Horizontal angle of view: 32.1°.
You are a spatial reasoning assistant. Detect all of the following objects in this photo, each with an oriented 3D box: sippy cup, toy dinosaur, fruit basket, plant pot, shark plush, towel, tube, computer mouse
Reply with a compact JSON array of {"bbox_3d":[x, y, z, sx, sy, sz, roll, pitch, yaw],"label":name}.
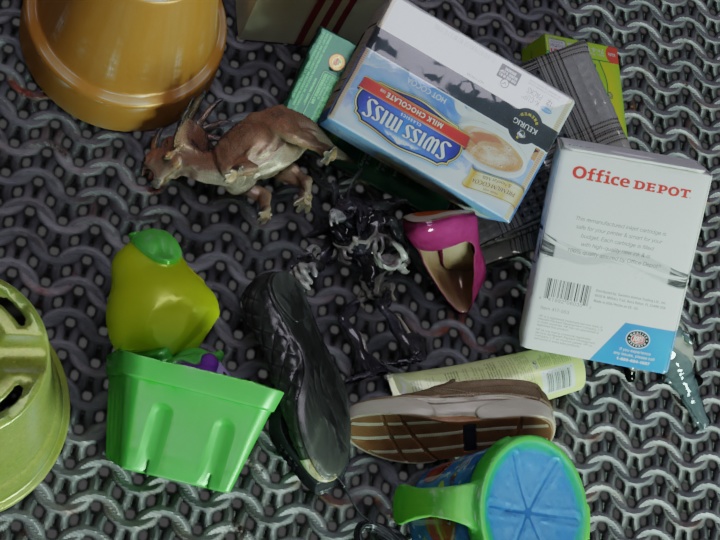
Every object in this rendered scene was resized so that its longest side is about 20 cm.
[{"bbox_3d":[0.115,0.223,1.141,0.178,0.130,0.140,50,55,-17],"label":"sippy cup"},{"bbox_3d":[-0.103,-0.122,1.202,0.199,0.086,0.136,-18,53,-24],"label":"toy dinosaur"},{"bbox_3d":[-0.152,0.074,1.066,0.154,0.216,0.217,16,66,-14],"label":"fruit basket"},{"bbox_3d":[-0.325,0.089,1.006,0.199,0.184,0.202,7,69,-17],"label":"plant pot"},{"bbox_3d":[0.303,0.083,1.330,0.083,0.091,0.201,-38,108,-8],"label":"shark plush"},{"bbox_3d":[0.178,-0.120,1.297,0.191,0.035,0.202,-20,74,9],"label":"towel"},{"bbox_3d":[0.126,0.117,1.243,0.198,0.052,0.058,-14,37,-19],"label":"tube"},{"bbox_3d":[-0.211,-0.260,1.175,0.198,0.183,0.202,7,69,-18],"label":"plant pot"},{"bbox_3d":[-0.018,0.206,1.164,0.058,0.034,0.201,-34,87,-37],"label":"computer mouse"}]

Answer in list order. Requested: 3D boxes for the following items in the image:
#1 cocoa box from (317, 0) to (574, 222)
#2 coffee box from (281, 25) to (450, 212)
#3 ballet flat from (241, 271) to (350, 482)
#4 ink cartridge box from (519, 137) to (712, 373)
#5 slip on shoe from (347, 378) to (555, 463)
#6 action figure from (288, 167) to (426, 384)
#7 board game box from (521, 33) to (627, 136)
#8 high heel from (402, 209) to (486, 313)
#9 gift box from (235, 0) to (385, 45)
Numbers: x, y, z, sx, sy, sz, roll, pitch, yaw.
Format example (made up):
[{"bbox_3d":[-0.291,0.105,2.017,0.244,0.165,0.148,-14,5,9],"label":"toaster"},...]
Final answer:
[{"bbox_3d":[0.076,-0.149,1.191,0.199,0.133,0.132,29,91,-7],"label":"cocoa box"},{"bbox_3d":[0.019,-0.147,1.274,0.199,0.044,0.124,25,87,-7],"label":"coffee box"},{"bbox_3d":[-0.057,0.097,1.151,0.066,0.057,0.202,-6,73,-42],"label":"ballet flat"},{"bbox_3d":[0.244,-0.017,1.221,0.145,0.086,0.202,10,104,4],"label":"ink cartridge box"},{"bbox_3d":[0.083,0.134,1.183,0.198,0.076,0.061,-4,42,0],"label":"slip on shoe"},{"bbox_3d":[0.000,0.000,1.199,0.118,0.102,0.202,-19,82,21],"label":"action figure"},{"bbox_3d":[0.237,-0.149,1.362,0.101,0.048,0.202,5,73,-28],"label":"board game box"},{"bbox_3d":[0.086,-0.007,1.195,0.067,0.200,0.097,-3,88,20],"label":"high heel"},{"bbox_3d":[-0.046,-0.334,1.262,0.198,0.187,0.186,-4,72,-22],"label":"gift box"}]
